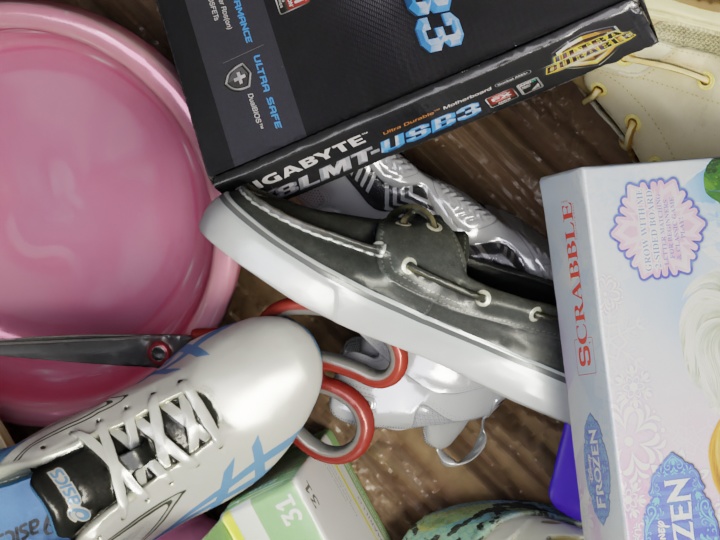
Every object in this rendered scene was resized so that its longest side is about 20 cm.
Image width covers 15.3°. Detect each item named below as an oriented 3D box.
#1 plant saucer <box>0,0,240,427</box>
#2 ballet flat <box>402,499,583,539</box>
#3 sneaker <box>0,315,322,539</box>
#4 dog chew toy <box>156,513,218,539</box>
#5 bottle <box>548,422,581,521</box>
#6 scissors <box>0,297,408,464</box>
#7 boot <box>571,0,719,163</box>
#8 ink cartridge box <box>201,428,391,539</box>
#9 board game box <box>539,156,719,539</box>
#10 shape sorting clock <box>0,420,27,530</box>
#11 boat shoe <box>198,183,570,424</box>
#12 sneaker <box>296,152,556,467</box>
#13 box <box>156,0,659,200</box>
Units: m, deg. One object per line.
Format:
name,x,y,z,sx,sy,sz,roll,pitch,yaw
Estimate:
plant saucer,-0.147,-0.029,1.227,0.200,0.051,0.201,4,109,11
ballet flat,0.116,0.144,1.215,0.199,0.074,0.075,13,99,2
sneaker,-0.102,0.086,1.155,0.200,0.072,0.072,-31,91,-2
dog chew toy,-0.088,0.169,1.228,0.124,0.125,0.201,-23,87,10
bottle,0.188,0.092,1.203,0.199,0.065,0.084,14,101,6
scissors,-0.076,0.031,1.198,0.199,0.014,0.073,17,108,13
boot,0.126,-0.047,1.188,0.199,0.073,0.156,7,94,0
ink cartridge box,-0.014,0.162,1.171,0.048,0.200,0.146,-27,94,11
board game box,0.182,0.050,1.116,0.199,0.041,0.201,-6,86,-23
shape sorting clock,-0.225,0.125,1.248,0.199,0.039,0.201,11,108,36
boat shoe,0.028,0.003,1.141,0.199,0.069,0.057,25,100,-16
sneaker,0.000,0.000,1.211,0.200,0.075,0.115,34,99,-1
box,0.006,-0.151,1.162,0.198,0.050,0.201,-22,66,12
